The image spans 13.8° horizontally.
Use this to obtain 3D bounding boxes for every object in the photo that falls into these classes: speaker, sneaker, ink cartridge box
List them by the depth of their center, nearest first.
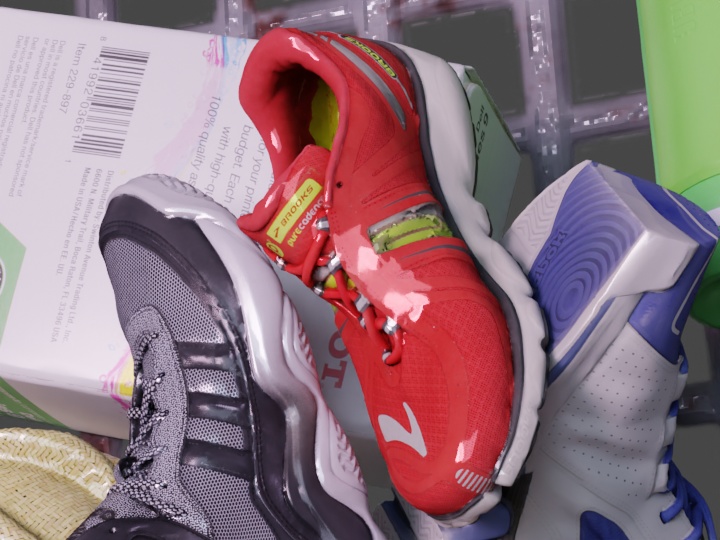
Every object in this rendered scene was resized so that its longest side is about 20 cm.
[{"bbox_3d":[0.000,0.000,0.987,0.077,0.085,0.201,-49,43,33],"label":"sneaker"},{"bbox_3d":[-0.068,0.065,0.989,0.113,0.076,0.201,-18,73,-27],"label":"sneaker"},{"bbox_3d":[0.084,0.065,1.024,0.200,0.115,0.081,-63,25,21],"label":"sneaker"},{"bbox_3d":[0.144,-0.083,1.087,0.088,0.088,0.201,-9,67,14],"label":"speaker"},{"bbox_3d":[-0.054,-0.009,1.118,0.199,0.088,0.146,8,73,22],"label":"ink cartridge box"}]

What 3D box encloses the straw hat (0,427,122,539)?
[{"bbox_3d":[-0.119,0.101,1.048,0.200,0.085,0.202,5,44,-5],"label":"straw hat"}]
